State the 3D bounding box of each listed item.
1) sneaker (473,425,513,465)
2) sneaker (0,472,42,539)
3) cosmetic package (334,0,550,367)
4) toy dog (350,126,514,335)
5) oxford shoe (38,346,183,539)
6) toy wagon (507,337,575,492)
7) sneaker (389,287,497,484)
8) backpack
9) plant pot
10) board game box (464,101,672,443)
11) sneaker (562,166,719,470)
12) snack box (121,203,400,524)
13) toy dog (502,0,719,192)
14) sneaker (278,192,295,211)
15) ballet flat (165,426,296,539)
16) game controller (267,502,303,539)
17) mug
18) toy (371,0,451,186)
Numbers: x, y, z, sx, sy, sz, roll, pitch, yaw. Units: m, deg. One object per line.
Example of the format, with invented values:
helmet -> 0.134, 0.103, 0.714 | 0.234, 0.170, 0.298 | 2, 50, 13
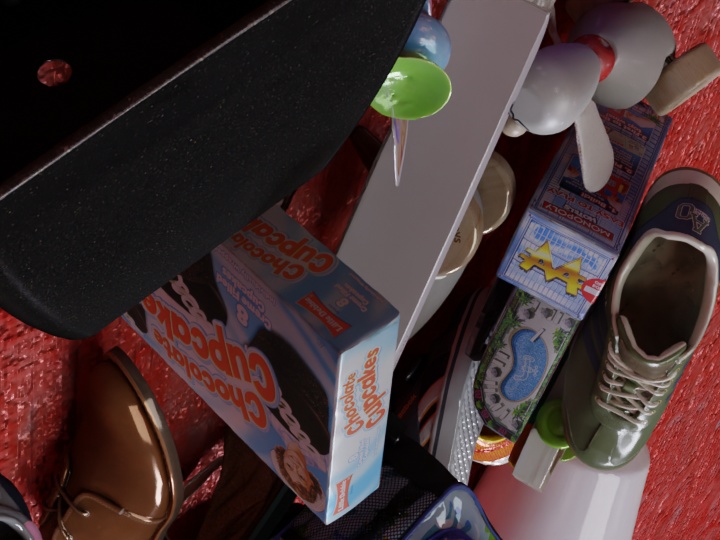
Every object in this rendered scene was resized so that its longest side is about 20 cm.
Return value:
sneaker -> 0.152, 0.072, 1.128 | 0.200, 0.073, 0.077 | -45, 151, -6
sneaker -> -0.217, 0.114, 0.701 | 0.070, 0.082, 0.200 | -49, 149, 3
cosmetic package -> 0.028, -0.039, 0.717 | 0.083, 0.050, 0.201 | -53, 167, -87
toy dog -> 0.000, 0.000, 0.836 | 0.201, 0.096, 0.132 | -53, 175, 3
oxford shoe -> -0.145, 0.125, 0.820 | 0.071, 0.071, 0.201 | -22, 142, -30
toy wagon -> 0.163, 0.060, 1.030 | 0.201, 0.039, 0.155 | -63, 168, -6
sneaker -> 0.045, 0.103, 1.037 | 0.078, 0.079, 0.202 | 27, 78, -64
backpack -> 0.008, 0.225, 0.887 | 0.200, 0.147, 0.183 | -41, 133, -11
plant pot -> -0.101, -0.092, 0.524 | 0.200, 0.200, 0.178 | -37, 158, -19
board game box -> 0.121, -0.004, 0.921 | 0.201, 0.061, 0.200 | -65, 173, 19
sneaker -> 0.163, 0.042, 0.869 | 0.090, 0.067, 0.202 | -58, 165, -67
snack box -> -0.064, 0.008, 0.659 | 0.037, 0.200, 0.117 | -30, 145, -30
toy dog -> 0.123, -0.111, 0.851 | 0.199, 0.133, 0.096 | -2, 148, -45
sneaker -> -0.022, -0.109, 0.708 | 0.090, 0.066, 0.201 | -20, 136, -36
ballet flat -> -0.104, 0.186, 0.920 | 0.201, 0.072, 0.068 | -63, 165, -3
game controller -> -0.115, 0.231, 1.002 | 0.199, 0.042, 0.105 | -30, 145, -27
mug -> 0.163, 0.176, 1.235 | 0.148, 0.187, 0.154 | 10, 113, -18
toy -> 0.033, -0.149, 0.634 | 0.116, 0.047, 0.201 | 80, 15, -54
